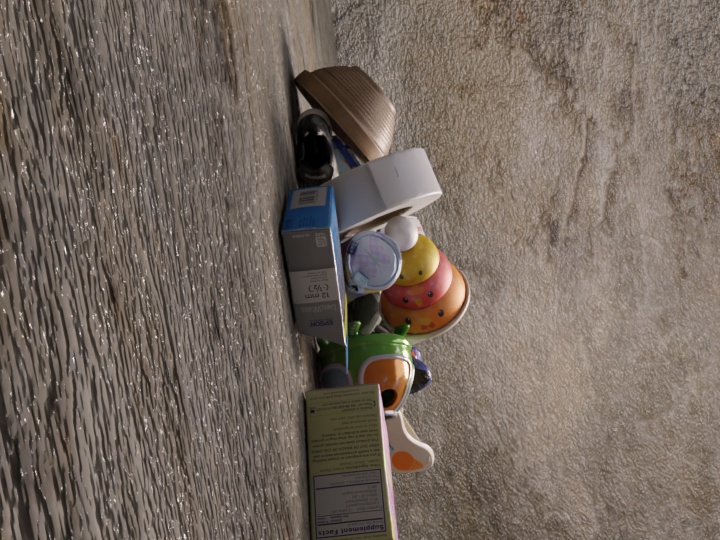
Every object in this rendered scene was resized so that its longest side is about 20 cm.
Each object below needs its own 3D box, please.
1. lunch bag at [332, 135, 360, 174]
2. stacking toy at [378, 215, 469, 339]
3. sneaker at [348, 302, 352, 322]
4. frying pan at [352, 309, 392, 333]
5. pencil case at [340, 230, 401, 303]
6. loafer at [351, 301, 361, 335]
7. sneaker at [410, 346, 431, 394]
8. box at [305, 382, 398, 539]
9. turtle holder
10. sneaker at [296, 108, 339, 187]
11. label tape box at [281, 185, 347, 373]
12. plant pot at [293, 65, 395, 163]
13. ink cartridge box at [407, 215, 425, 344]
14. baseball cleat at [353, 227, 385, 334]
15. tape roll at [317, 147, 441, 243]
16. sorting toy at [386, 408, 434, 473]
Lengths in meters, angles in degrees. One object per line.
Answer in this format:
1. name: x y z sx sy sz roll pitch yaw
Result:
1. lunch bag: -0.026 -0.134 1.629 0.162 0.082 0.200 56 -3 11
2. stacking toy: 0.073 -0.006 1.429 0.201 0.144 0.147 63 17 -47
3. sneaker: -0.037 0.025 1.616 0.104 0.059 0.202 96 -9 -80
4. frying pan: 0.064 0.107 1.661 0.189 0.031 0.115 23 20 -41
5. pencil case: -0.009 0.002 1.397 0.092 0.082 0.200 -70 -166 -13
6. loafer: -0.025 0.094 1.704 0.200 0.068 0.076 -124 -163 -60
7. sneaker: 0.074 0.157 1.678 0.200 0.078 0.076 20 -51 66
8. box: -0.008 0.273 1.221 0.177 0.095 0.202 80 5 -57
9. turtle holder: -0.005 0.157 1.423 0.140 0.184 0.133 15 63 -53
10. sneaker: -0.063 -0.139 1.465 0.091 0.066 0.202 -77 157 -72
11. label tape box: -0.054 0.012 1.233 0.144 0.065 0.202 -91 176 -65
12. plant pot: -0.008 -0.259 1.548 0.201 0.093 0.201 48 0 0
13. ink cartridge box: 0.090 0.015 1.659 0.202 0.083 0.145 67 12 3
14. baseball cleat: 0.000 0.000 1.540 0.069 0.106 0.202 16 -86 56
15. tape roll: 0.012 -0.100 1.364 0.202 0.201 0.071 48 20 -86
16. sorting toy: 0.026 0.219 1.569 0.201 0.106 0.181 55 -18 36
